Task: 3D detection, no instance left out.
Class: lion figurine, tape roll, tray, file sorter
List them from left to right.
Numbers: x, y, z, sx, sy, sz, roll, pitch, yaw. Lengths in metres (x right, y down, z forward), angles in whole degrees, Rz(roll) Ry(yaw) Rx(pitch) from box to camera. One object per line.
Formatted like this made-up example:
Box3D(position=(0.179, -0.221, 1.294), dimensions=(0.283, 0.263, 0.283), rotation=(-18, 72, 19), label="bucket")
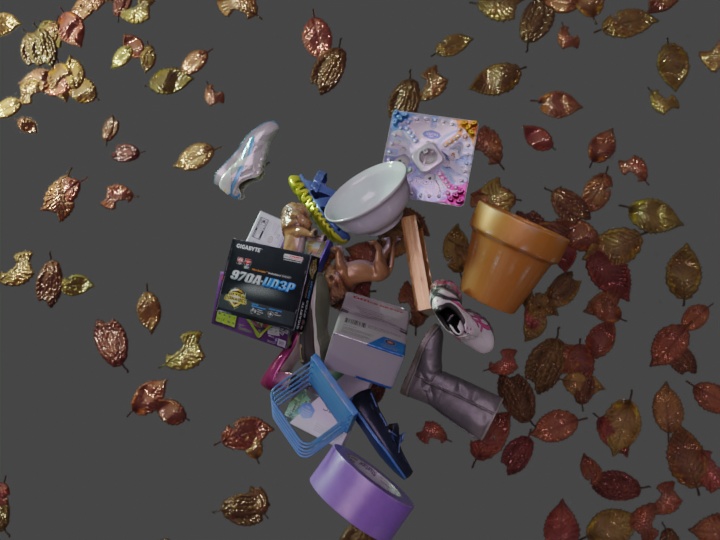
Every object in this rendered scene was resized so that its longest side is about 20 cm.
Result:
Box3D(position=(-0.140, -0.045, 1.626), dimensions=(0.122, 0.072, 0.201), rotation=(16, 89, 35), label="lion figurine")
Box3D(position=(-0.099, 0.277, 1.489), dimensions=(0.122, 0.200, 0.139), rotation=(-33, 75, -16), label="file sorter")
Box3D(position=(0.000, 0.000, 1.634), dimensions=(0.199, 0.072, 0.123), rotation=(-10, 96, 2), label="lion figurine")
Box3D(position=(0.003, 0.437, 1.490), dimensions=(0.200, 0.200, 0.085), rotation=(35, 87, 14), label="tape roll")
Box3D(position=(0.125, -0.008, 1.606), dimensions=(0.037, 0.099, 0.201), rotation=(-12, 77, 11), label="tray")

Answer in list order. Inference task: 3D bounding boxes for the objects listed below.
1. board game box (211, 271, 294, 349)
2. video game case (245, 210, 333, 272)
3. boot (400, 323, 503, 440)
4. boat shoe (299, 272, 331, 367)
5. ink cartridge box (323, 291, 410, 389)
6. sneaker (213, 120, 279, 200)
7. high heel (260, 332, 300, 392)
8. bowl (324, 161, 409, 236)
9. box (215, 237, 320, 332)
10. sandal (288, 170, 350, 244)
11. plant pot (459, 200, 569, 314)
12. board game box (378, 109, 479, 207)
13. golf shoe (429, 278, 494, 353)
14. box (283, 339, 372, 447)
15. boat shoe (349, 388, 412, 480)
Box3D(position=(-0.226, 0.083, 1.625), dimensions=(0.199, 0.032, 0.121), rotation=(17, 104, 25), label="board game box")
Box3D(position=(-0.182, -0.007, 1.686), dimensions=(0.180, 0.045, 0.201), rotation=(23, 84, 14), label="video game case")
Box3D(position=(0.201, 0.229, 1.563), dimensions=(0.199, 0.073, 0.183), rotation=(24, 98, 20), label="boot")
Box3D(position=(-0.102, 0.105, 1.586), dimensions=(0.060, 0.072, 0.203), rotation=(0, 95, 26), label="boat shoe")
Box3D(position=(0.017, 0.136, 1.531), dimensions=(0.145, 0.200, 0.085), rotation=(18, 113, 0), label="ink cartridge box")
Box3D(position=(-0.246, -0.255, 1.736), dimensions=(0.081, 0.077, 0.200), rotation=(39, 94, 6), label="sneaker")
Box3D(position=(-0.155, 0.168, 1.651), dimensions=(0.095, 0.067, 0.201), rotation=(4, 74, 38), label="high heel")
Box3D(position=(0.030, -0.137, 1.609), dimensions=(0.200, 0.201, 0.091), rotation=(-33, 116, 2), label="bowl")
Box3D(position=(-0.193, 0.029, 1.567), dimensions=(0.199, 0.046, 0.160), rotation=(13, 87, 25), label="box")
Box3D(position=(-0.077, -0.148, 1.682), dimensions=(0.087, 0.080, 0.201), rotation=(-32, 78, -9), label="sandal")
Box3D(position=(0.296, -0.020, 1.545), dimensions=(0.199, 0.200, 0.184), rotation=(26, 101, 13), label="plant pot")
Box3D(position=(0.150, -0.255, 1.687), dimensions=(0.199, 0.026, 0.201), rotation=(10, 81, 11), label="board game box")
Box3D(position=(0.204, 0.113, 1.537), dimensions=(0.072, 0.092, 0.200), rotation=(-31, 118, 29), label="golf shoe")
Box3D(position=(-0.061, 0.260, 1.619), dimensions=(0.144, 0.036, 0.201), rotation=(23, 83, 13), label="box")
Box3D(position=(0.054, 0.334, 1.554), dimensions=(0.068, 0.084, 0.201), rotation=(-34, 92, -20), label="boat shoe")
